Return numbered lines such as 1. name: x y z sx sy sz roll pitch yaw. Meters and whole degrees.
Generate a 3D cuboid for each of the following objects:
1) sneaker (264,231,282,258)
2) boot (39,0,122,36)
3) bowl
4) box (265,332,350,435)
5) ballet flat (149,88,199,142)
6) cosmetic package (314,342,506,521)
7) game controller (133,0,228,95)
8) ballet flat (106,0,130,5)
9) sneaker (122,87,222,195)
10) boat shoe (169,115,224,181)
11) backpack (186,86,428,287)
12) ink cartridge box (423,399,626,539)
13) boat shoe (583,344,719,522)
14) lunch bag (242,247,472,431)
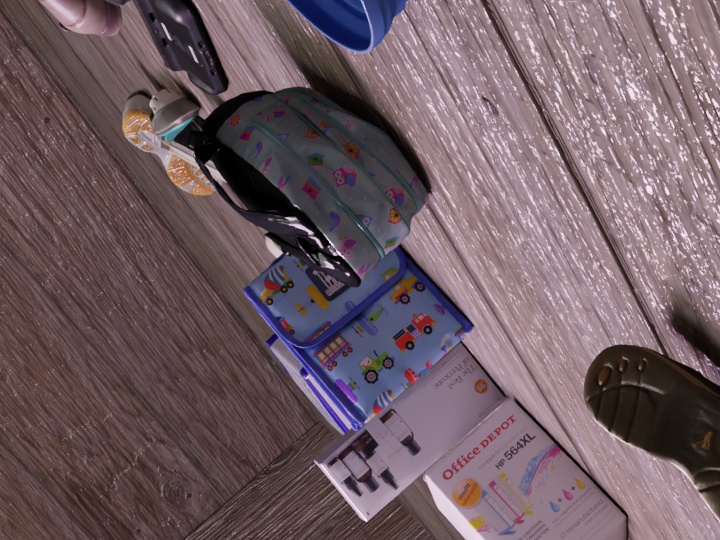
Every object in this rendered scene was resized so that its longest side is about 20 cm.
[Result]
1. sneaker: -0.026 -0.015 1.686 0.200 0.067 0.090 36 148 19
2. boot: -0.342 -0.368 1.775 0.146 0.070 0.201 22 -126 -52
3. bowl: -0.043 -0.227 0.952 0.201 0.039 0.201 48 172 9
4. box: -0.037 0.172 2.441 0.184 0.105 0.200 53 171 -24
5. ballet flat: -0.262 -0.214 2.068 0.064 0.067 0.200 59 170 -5
6. cosmetic package: 0.054 0.171 1.632 0.083 0.200 0.051 50 171 -6
7. game controller: -0.197 -0.260 1.653 0.104 0.042 0.200 32 167 17
8. ballet flat: -0.278 -0.324 1.642 0.200 0.057 0.067 133 139 -83
9. sneaker: -0.270 -0.193 2.241 0.200 0.075 0.088 47 -156 -40
10. boat shoe: -0.141 -0.129 1.816 0.200 0.062 0.075 28 177 29
11. backpack: -0.037 -0.075 1.297 0.167 0.127 0.200 42 177 -34
12. ink cartridge box: 0.167 0.245 1.612 0.200 0.128 0.125 46 170 23
13. boat shoe: 0.232 0.111 0.938 0.200 0.072 0.067 38 -159 22
14. lunch bag: -0.010 0.037 1.549 0.200 0.150 0.094 49 171 5
